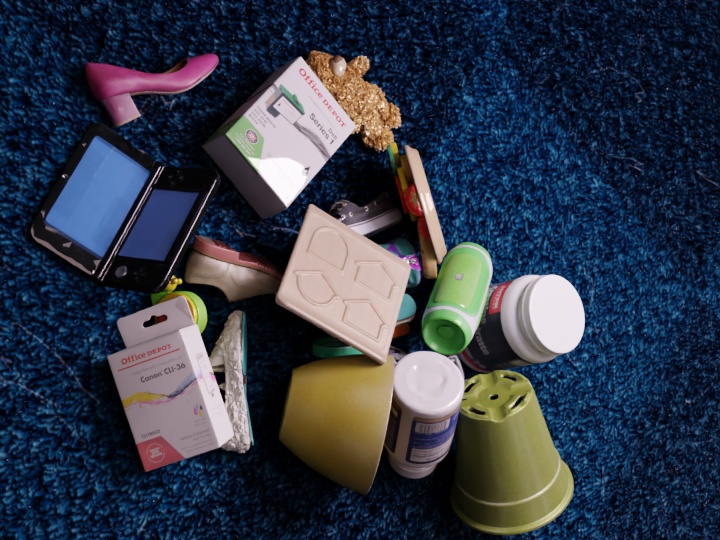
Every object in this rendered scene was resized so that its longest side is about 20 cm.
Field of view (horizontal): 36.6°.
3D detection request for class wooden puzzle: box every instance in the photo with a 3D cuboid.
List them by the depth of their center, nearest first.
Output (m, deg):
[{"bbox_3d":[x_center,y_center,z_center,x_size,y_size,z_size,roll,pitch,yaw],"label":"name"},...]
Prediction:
[{"bbox_3d":[-0.026,0.023,1.566,0.183,0.046,0.202,31,46,-16],"label":"wooden puzzle"}]

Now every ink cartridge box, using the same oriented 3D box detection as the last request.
[{"bbox_3d":[-0.258,0.148,1.443,0.067,0.115,0.203,-21,92,-78],"label":"ink cartridge box"},{"bbox_3d":[-0.120,-0.203,1.648,0.146,0.084,0.201,49,57,-17],"label":"ink cartridge box"}]

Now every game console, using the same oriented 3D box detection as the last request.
[{"bbox_3d":[-0.314,-0.088,1.468,0.117,0.173,0.202,55,50,-47],"label":"game console"}]

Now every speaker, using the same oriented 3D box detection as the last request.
[{"bbox_3d":[0.155,0.042,1.723,0.089,0.088,0.201,47,37,-17],"label":"speaker"}]

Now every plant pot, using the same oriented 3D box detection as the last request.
[{"bbox_3d":[-0.041,0.208,1.567,0.139,0.200,0.204,12,70,-4],"label":"plant pot"},{"bbox_3d":[0.218,0.265,1.678,0.199,0.198,0.193,-37,125,-35],"label":"plant pot"}]

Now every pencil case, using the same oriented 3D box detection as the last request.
[{"bbox_3d":[0.000,0.000,1.684,0.197,0.092,0.087,-11,86,-36],"label":"pencil case"}]

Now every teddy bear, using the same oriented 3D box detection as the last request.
[{"bbox_3d":[-0.006,-0.281,1.759,0.201,0.066,0.145,53,53,-15],"label":"teddy bear"}]

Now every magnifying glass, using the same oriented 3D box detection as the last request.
[{"bbox_3d":[0.005,0.107,1.682,0.198,0.079,0.023,-10,102,-48],"label":"magnifying glass"}]

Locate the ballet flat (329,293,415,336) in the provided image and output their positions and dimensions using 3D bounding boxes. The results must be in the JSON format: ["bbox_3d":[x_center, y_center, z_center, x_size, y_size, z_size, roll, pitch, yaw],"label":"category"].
[{"bbox_3d":[0.005,0.078,1.665,0.198,0.062,0.069,-6,70,-42],"label":"ballet flat"}]

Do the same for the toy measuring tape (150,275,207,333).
[{"bbox_3d":[-0.237,0.100,1.498,0.073,0.073,0.204,-10,82,-36],"label":"toy measuring tape"}]

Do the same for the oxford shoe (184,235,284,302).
[{"bbox_3d":[-0.170,0.014,1.588,0.198,0.070,0.076,23,94,-31],"label":"oxford shoe"}]

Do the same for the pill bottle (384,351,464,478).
[{"bbox_3d":[0.089,0.223,1.628,0.109,0.202,0.112,3,48,-3],"label":"pill bottle"}]

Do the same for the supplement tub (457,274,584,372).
[{"bbox_3d":[0.253,0.086,1.779,0.138,0.199,0.143,9,74,-33],"label":"supplement tub"}]

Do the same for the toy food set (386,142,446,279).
[{"bbox_3d":[0.092,-0.103,1.732,0.201,0.048,0.200,68,7,-53],"label":"toy food set"}]

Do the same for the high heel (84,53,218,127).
[{"bbox_3d":[-0.293,-0.290,1.550,0.199,0.067,0.097,-38,112,-32],"label":"high heel"}]

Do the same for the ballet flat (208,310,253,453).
[{"bbox_3d":[-0.187,0.156,1.534,0.071,0.071,0.204,4,76,-35],"label":"ballet flat"}]

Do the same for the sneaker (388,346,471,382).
[{"bbox_3d":[0.086,0.154,1.697,0.198,0.113,0.077,19,68,-31],"label":"sneaker"}]

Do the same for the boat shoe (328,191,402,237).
[{"bbox_3d":[-0.016,-0.081,1.708,0.198,0.070,0.067,-22,84,-37],"label":"boat shoe"}]
